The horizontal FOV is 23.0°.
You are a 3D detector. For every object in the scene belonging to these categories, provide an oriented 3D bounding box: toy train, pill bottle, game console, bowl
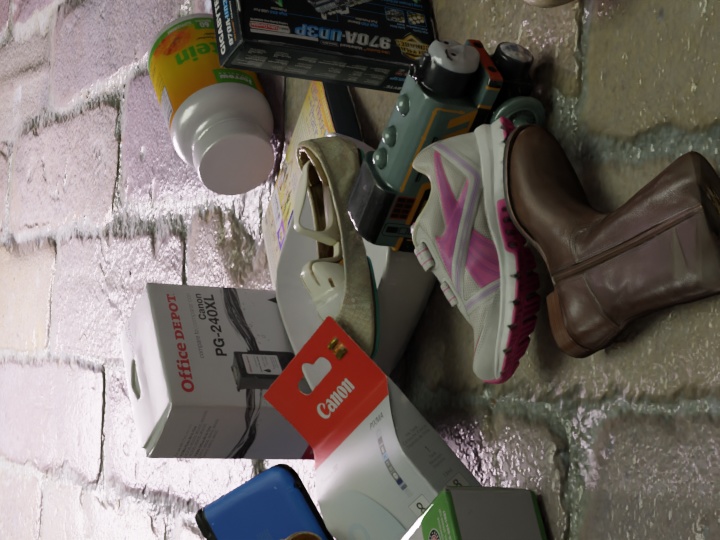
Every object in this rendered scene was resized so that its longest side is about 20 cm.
[{"bbox_3d":[0.067,-0.097,1.410,0.201,0.113,0.085,-66,33,35],"label":"toy train"},{"bbox_3d":[-0.155,-0.175,1.888,0.111,0.111,0.200,-66,32,36],"label":"pill bottle"},{"bbox_3d":[-0.054,0.279,1.610,0.170,0.118,0.201,-33,85,31],"label":"game console"},{"bbox_3d":[0.000,0.000,1.582,0.200,0.074,0.200,-68,32,32],"label":"bowl"}]

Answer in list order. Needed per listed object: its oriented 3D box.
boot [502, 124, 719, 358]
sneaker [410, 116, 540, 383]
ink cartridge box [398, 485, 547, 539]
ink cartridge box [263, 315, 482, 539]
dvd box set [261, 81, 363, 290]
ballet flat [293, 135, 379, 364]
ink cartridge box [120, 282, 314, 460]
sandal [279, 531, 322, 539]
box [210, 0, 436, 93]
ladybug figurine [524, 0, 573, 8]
[{"bbox_3d":[0.182,-0.050,1.219,0.200,0.064,0.187,-40,64,60],"label":"boot"},{"bbox_3d":[0.085,-0.013,1.351,0.081,0.088,0.201,14,-108,-71],"label":"sneaker"},{"bbox_3d":[0.073,0.278,1.375,0.200,0.084,0.147,125,141,-49],"label":"ink cartridge box"},{"bbox_3d":[-0.002,0.156,1.477,0.200,0.047,0.160,48,142,7],"label":"ink cartridge box"},{"bbox_3d":[-0.049,-0.080,1.724,0.147,0.029,0.201,-105,30,-51],"label":"dvd box set"},{"bbox_3d":[-0.026,-0.017,1.484,0.067,0.062,0.201,-37,54,57],"label":"ballet flat"},{"bbox_3d":[-0.110,0.095,1.650,0.084,0.199,0.146,-60,36,42],"label":"ink cartridge box"},{"bbox_3d":[-0.047,0.256,1.492,0.070,0.078,0.211,-55,26,-19],"label":"sandal"},{"bbox_3d":[-0.033,-0.241,1.542,0.046,0.199,0.160,-44,49,51],"label":"box"},{"bbox_3d":[0.147,-0.286,1.314,0.136,0.072,0.201,127,139,-58],"label":"ladybug figurine"}]
